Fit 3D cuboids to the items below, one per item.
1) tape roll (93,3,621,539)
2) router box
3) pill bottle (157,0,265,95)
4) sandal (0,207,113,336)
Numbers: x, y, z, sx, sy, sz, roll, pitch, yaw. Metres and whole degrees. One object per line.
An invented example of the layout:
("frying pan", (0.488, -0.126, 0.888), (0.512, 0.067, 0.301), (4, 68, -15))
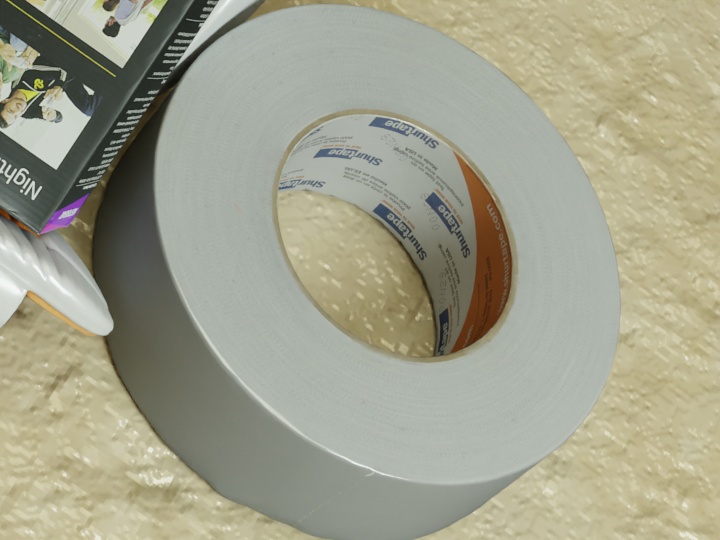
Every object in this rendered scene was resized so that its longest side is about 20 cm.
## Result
("tape roll", (0.000, 0.000, 0.967), (0.199, 0.066, 0.202), (13, 59, -23))
("router box", (-0.147, -0.131, 0.876), (0.199, 0.150, 0.051), (36, 7, 1))
("pill bottle", (-0.117, -0.169, 0.959), (0.200, 0.120, 0.120), (46, 51, 0))
("sandal", (-0.181, -0.025, 0.875), (0.206, 0.059, 0.079), (33, 8, -21))
